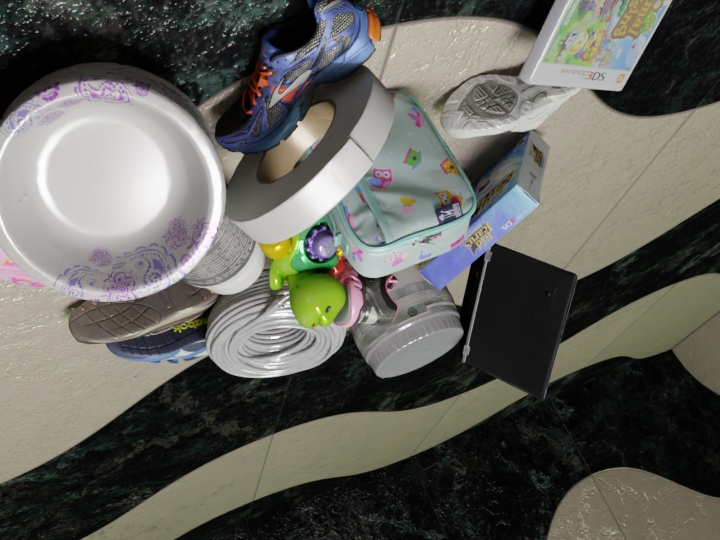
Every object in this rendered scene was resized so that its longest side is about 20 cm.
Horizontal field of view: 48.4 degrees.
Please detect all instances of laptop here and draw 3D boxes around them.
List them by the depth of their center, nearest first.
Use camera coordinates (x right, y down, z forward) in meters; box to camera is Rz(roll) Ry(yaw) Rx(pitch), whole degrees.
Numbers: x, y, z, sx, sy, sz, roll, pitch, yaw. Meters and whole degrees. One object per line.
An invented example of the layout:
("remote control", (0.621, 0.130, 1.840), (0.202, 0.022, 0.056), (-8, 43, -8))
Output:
("laptop", (0.217, 0.048, 1.156), (0.115, 0.200, 0.189), (10, 111, 0))

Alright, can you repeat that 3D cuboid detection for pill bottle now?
("pill bottle", (-0.180, -0.047, 0.889), (0.112, 0.114, 0.200), (-27, 157, 3))

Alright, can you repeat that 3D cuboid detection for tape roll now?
("tape roll", (-0.052, -0.116, 0.784), (0.202, 0.204, 0.037), (-35, 122, 21))

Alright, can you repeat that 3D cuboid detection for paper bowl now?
("paper bowl", (-0.224, -0.083, 0.713), (0.199, 0.105, 0.202), (-6, 119, -12))

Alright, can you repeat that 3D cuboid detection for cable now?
("cable", (-0.119, 0.080, 1.119), (0.199, 0.070, 0.200), (-23, 147, 16))

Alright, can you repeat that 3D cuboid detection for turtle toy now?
("turtle toy", (-0.060, -0.029, 0.967), (0.100, 0.202, 0.146), (4, 163, 7))

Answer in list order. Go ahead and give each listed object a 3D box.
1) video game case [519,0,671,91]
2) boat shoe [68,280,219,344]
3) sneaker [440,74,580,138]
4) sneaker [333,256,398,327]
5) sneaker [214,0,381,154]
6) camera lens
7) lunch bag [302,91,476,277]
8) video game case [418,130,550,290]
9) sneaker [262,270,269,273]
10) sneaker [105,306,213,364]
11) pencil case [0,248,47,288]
("video game case", (0.284, -0.297, 0.896), (0.181, 0.022, 0.201), (-7, 133, -38))
("boat shoe", (-0.282, 0.060, 1.063), (0.198, 0.075, 0.073), (-15, 155, -22))
("sneaker", (0.189, -0.200, 1.007), (0.198, 0.078, 0.100), (-20, 160, -12))
("sneaker", (0.000, 0.000, 1.066), (0.095, 0.201, 0.079), (8, 133, -21))
("sneaker", (-0.076, -0.193, 0.765), (0.200, 0.076, 0.078), (-41, 139, 21))
("camera lens", (0.047, 0.037, 1.196), (0.159, 0.201, 0.160), (-22, 157, -10))
("lunch bag", (0.026, -0.096, 0.888), (0.159, 0.201, 0.077), (-19, 155, -18))
("video game case", (0.177, -0.088, 1.139), (0.200, 0.045, 0.182), (-44, -167, 35))
("sneaker", (-0.114, 0.054, 1.211), (0.199, 0.087, 0.080), (-4, 148, -41))
("sneaker", (-0.275, 0.101, 1.161), (0.199, 0.074, 0.082), (-5, 152, -39))
("pencil case", (-0.331, -0.021, 0.824), (0.087, 0.088, 0.200), (-34, 155, 18))
